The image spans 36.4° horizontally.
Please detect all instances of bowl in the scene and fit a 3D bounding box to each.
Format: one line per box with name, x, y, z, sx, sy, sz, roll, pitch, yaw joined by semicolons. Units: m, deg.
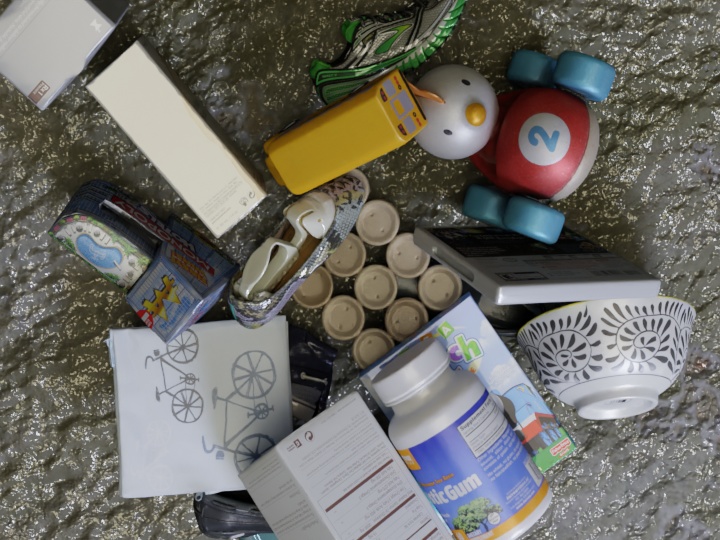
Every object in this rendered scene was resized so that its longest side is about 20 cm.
bowl;0.274;0.105;1.194;0.197;0.201;0.096;-3;67;-6

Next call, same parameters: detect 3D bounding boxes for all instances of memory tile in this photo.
memory tile;0.000;0.000;1.204;0.153;0.017;0.200;-44;87;6

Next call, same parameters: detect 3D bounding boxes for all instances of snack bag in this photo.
snack bag;-0.169;0.149;1.174;0.196;0.021;0.193;-4;94;-10

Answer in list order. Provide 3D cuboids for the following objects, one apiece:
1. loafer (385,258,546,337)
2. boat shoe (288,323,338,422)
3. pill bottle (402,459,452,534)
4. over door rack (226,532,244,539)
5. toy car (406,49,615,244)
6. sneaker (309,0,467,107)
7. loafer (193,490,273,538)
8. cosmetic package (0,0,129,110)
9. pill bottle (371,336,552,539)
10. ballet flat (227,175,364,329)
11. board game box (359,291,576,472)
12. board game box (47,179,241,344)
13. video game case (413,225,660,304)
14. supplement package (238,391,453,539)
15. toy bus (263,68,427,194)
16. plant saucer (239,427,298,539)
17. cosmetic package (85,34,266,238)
loafer;0.117;0.032;1.231;0.197;0.070;0.069;13;103;-10
boat shoe;-0.119;0.094;1.229;0.197;0.075;0.094;24;83;-10
pill bottle;0.124;0.206;1.259;0.111;0.111;0.200;42;96;-15
over door rack;-0.071;0.337;1.207;0.197;0.068;0.148;4;150;-25
toy car;0.123;-0.151;1.109;0.197;0.176;0.187;17;94;-25
sneaker;0.031;-0.243;1.141;0.199;0.078;0.085;-41;105;6
loafer;-0.089;0.256;1.231;0.196;0.069;0.071;-5;122;-2
cosmetic package;-0.287;-0.233;1.042;0.090;0.200;0.107;42;97;-16
pill bottle;0.097;0.174;1.108;0.111;0.112;0.201;-34;93;4
ballet flat;-0.069;-0.028;1.146;0.072;0.072;0.201;41;82;-15
board game box;0.115;0.150;1.179;0.150;0.037;0.201;-36;92;6
board game box;-0.212;-0.011;1.112;0.199;0.200;0.062;39;99;-15
video game case;0.180;-0.009;1.142;0.197;0.182;0.024;-2;111;-25
supplement package;-0.012;0.249;1.116;0.117;0.117;0.202;-30;83;-36
toy bus;-0.025;-0.134;1.114;0.198;0.078;0.066;-21;107;41
plant saucer;-0.055;0.284;1.303;0.196;0.027;0.204;-2;106;-6
cosmetic package;-0.187;-0.140;1.131;0.073;0.104;0.201;-38;107;4
